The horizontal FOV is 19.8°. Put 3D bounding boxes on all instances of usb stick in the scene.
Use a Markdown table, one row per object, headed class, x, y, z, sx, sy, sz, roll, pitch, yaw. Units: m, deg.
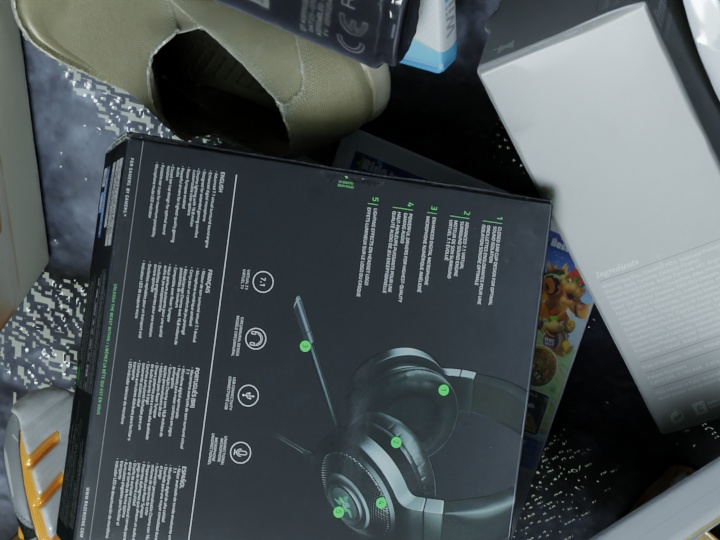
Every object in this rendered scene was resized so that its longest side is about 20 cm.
| class | x | y | z | sx | sy | sz | roll | pitch | yaw |
| --- | --- | --- | --- | --- | --- | --- | --- | --- | --- |
| usb stick | -0.066 | -0.144 | 0.887 | 0.199 | 0.033 | 0.056 | 25 | 132 | 16 |

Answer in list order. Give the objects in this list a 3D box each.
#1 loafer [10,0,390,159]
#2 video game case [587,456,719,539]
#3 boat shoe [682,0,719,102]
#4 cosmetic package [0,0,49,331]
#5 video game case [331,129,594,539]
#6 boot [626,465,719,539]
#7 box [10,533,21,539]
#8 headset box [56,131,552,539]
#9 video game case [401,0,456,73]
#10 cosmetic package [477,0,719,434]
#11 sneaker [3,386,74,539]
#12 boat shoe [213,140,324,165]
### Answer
| class | x | y | z | sx | sy | sz | roll | pitch | yaw |
| --- | --- | --- | --- | --- | --- | --- | --- | --- | --- |
| loafer | -0.084 | -0.103 | 0.931 | 0.199 | 0.068 | 0.076 | 18 | 132 | 25 |
| video game case | 0.114 | 0.128 | 0.905 | 0.023 | 0.199 | 0.182 | 56 | 140 | 13 |
| boat shoe | 0.165 | -0.150 | 0.868 | 0.065 | 0.074 | 0.201 | -9 | 118 | 23 |
| cosmetic package | -0.220 | -0.074 | 0.993 | 0.102 | 0.087 | 0.202 | 3 | 120 | 12 |
| video game case | 0.024 | 0.054 | 0.959 | 0.142 | 0.018 | 0.202 | 21 | 86 | -16 |
| boot | 0.176 | 0.222 | 1.087 | 0.174 | 0.066 | 0.201 | 31 | 120 | -6 |
| box | -0.123 | 0.165 | 1.087 | 0.097 | 0.125 | 0.200 | 42 | 119 | -11 |
| headset box | -0.019 | 0.043 | 0.886 | 0.198 | 0.093 | 0.176 | 7 | 88 | -12 |
| video game case | -0.026 | -0.189 | 0.879 | 0.142 | 0.018 | 0.201 | 18 | 133 | 26 |
| cosmetic package | 0.133 | -0.042 | 0.920 | 0.090 | 0.107 | 0.201 | -17 | 116 | 21 |
| sneaker | -0.125 | 0.149 | 0.966 | 0.077 | 0.078 | 0.202 | -7 | 110 | 41 |
| boat shoe | 0.000 | 0.000 | 0.998 | 0.199 | 0.073 | 0.066 | 20 | 161 | -19 |
